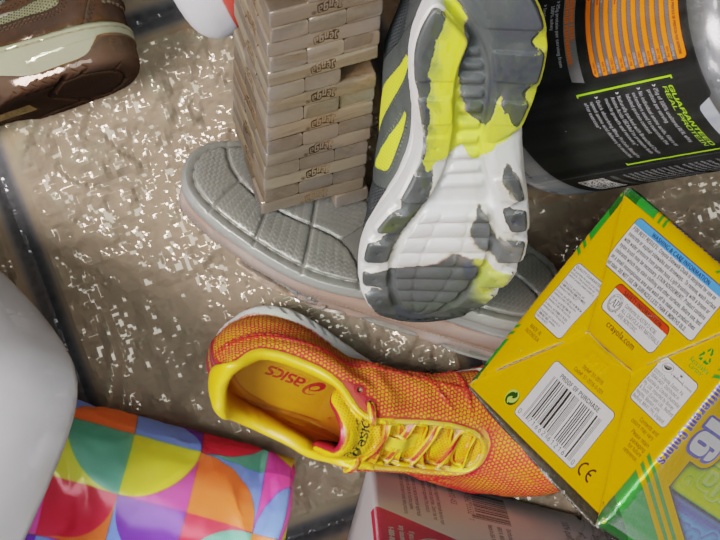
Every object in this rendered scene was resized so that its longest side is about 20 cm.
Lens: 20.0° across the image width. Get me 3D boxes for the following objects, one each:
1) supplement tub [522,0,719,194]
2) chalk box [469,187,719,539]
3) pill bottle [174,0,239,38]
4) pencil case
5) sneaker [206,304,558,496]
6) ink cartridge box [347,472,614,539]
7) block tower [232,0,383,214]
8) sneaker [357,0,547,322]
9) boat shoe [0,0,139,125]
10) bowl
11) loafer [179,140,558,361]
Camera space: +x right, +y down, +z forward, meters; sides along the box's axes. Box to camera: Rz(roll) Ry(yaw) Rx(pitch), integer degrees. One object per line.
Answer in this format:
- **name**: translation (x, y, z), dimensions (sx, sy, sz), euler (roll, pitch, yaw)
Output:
- **supplement tub**: translation (0.149, -0.104, 0.913), dimensions (0.122, 0.199, 0.124), euler (4, 83, -38)
- **chalk box**: translation (0.175, 0.078, 0.967), dimensions (0.199, 0.124, 0.124), euler (33, 98, -40)
- **pill bottle**: translation (-0.007, -0.194, 0.942), dimensions (0.199, 0.113, 0.113), euler (-24, 102, 3)
- **pencil case**: translation (-0.127, 0.114, 1.022), dimensions (0.198, 0.088, 0.089), euler (18, 101, -5)
- **sneaker**: translation (0.016, 0.080, 1.017), dimensions (0.198, 0.077, 0.074), euler (14, 117, -3)
- **ink cartridge box**: translation (0.091, 0.178, 1.010), dimensions (0.198, 0.145, 0.085), euler (14, 103, -5)
- **block tower**: translation (-0.025, -0.102, 0.913), dimensions (0.057, 0.201, 0.054), euler (-15, 59, -11)
- **sneaker**: translation (0.042, -0.064, 0.915), dimensions (0.074, 0.085, 0.201), euler (6, 130, -10)
- **boat shoe**: translation (-0.208, -0.100, 0.986), dimensions (0.200, 0.075, 0.076), euler (-16, 79, 2)
- **bowl**: translation (-0.237, 0.078, 0.951), dimensions (0.074, 0.199, 0.201), euler (16, 106, -51)
- **loafer**: translation (0.000, 0.000, 1.011), dimensions (0.198, 0.072, 0.063), euler (20, 142, -5)
